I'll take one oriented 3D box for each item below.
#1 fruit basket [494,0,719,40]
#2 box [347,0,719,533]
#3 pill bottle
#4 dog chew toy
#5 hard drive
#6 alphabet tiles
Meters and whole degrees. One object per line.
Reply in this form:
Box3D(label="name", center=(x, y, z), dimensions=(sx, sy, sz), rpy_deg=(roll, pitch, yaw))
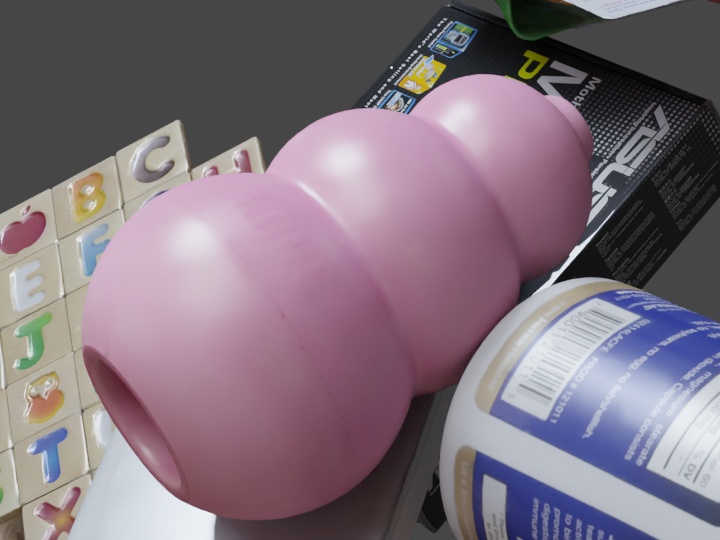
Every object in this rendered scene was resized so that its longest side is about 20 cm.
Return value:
Box3D(label="fruit basket", center=(0.130, -0.132, 1.201), dimensions=(0.184, 0.094, 0.200), rpy_deg=(-16, 27, -22))
Box3D(label="box", center=(0.033, -0.008, 1.221), dimensions=(0.200, 0.044, 0.160), rpy_deg=(-48, 42, -14))
Box3D(label="pill bottle", center=(0.130, 0.084, 1.019), dimensions=(0.200, 0.116, 0.116), rpy_deg=(25, 68, 44))
Box3D(label="dog chew toy", center=(0.000, 0.000, 1.079), dimensions=(0.200, 0.125, 0.124), rpy_deg=(-34, 40, -16))
Box3D(label="hard drive", center=(-0.028, 0.051, 1.146), dimensions=(0.131, 0.027, 0.201), rpy_deg=(2, 53, 28))
Box3D(label="alphabet tiles", center=(-0.104, 0.027, 1.242), dimensions=(0.166, 0.006, 0.201), rpy_deg=(-27, 44, 14))
